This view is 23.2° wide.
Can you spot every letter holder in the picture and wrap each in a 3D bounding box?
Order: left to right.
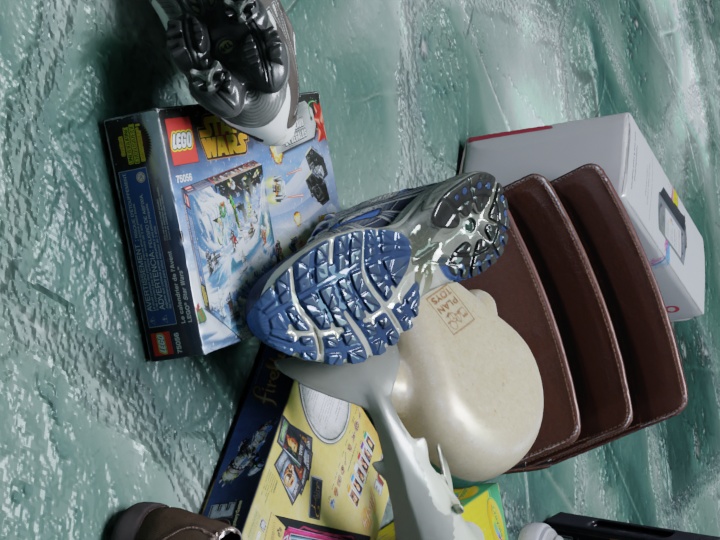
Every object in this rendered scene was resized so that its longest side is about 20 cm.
[{"bbox_3d":[0.138,0.030,1.276,0.100,0.142,0.201,7,62,-61],"label":"letter holder"}]

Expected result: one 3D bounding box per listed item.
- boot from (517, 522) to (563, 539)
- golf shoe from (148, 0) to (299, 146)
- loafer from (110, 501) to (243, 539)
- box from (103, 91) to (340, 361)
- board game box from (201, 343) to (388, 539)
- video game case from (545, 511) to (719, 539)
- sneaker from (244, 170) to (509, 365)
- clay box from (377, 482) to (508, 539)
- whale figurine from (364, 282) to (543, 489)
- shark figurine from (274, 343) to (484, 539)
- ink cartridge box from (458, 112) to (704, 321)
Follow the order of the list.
[{"bbox_3d":[0.162,0.277,1.242,0.073,0.095,0.201,29,56,-59],"label":"boot"},{"bbox_3d":[-0.085,-0.156,1.005,0.095,0.077,0.201,56,16,-61],"label":"golf shoe"},{"bbox_3d":[-0.095,0.212,0.878,0.073,0.071,0.201,32,53,-56],"label":"loafer"},{"bbox_3d":[-0.071,-0.032,1.041,0.200,0.040,0.138,-17,98,-64],"label":"box"},{"bbox_3d":[-0.039,0.152,1.051,0.136,0.034,0.201,61,32,-35],"label":"board game box"},{"bbox_3d":[0.240,0.300,1.411,0.025,0.180,0.201,-23,104,-35],"label":"video game case"},{"bbox_3d":[0.000,0.000,1.052,0.199,0.085,0.078,-25,108,-40],"label":"sneaker"},{"bbox_3d":[0.061,0.221,1.214,0.200,0.047,0.116,-20,100,-62],"label":"clay box"},{"bbox_3d":[0.034,0.056,1.186,0.201,0.104,0.159,55,41,0],"label":"whale figurine"},{"bbox_3d":[0.021,0.147,1.048,0.128,0.089,0.215,-111,175,-51],"label":"shark figurine"},{"bbox_3d":[0.184,-0.034,1.435,0.200,0.147,0.086,47,43,-50],"label":"ink cartridge box"}]
